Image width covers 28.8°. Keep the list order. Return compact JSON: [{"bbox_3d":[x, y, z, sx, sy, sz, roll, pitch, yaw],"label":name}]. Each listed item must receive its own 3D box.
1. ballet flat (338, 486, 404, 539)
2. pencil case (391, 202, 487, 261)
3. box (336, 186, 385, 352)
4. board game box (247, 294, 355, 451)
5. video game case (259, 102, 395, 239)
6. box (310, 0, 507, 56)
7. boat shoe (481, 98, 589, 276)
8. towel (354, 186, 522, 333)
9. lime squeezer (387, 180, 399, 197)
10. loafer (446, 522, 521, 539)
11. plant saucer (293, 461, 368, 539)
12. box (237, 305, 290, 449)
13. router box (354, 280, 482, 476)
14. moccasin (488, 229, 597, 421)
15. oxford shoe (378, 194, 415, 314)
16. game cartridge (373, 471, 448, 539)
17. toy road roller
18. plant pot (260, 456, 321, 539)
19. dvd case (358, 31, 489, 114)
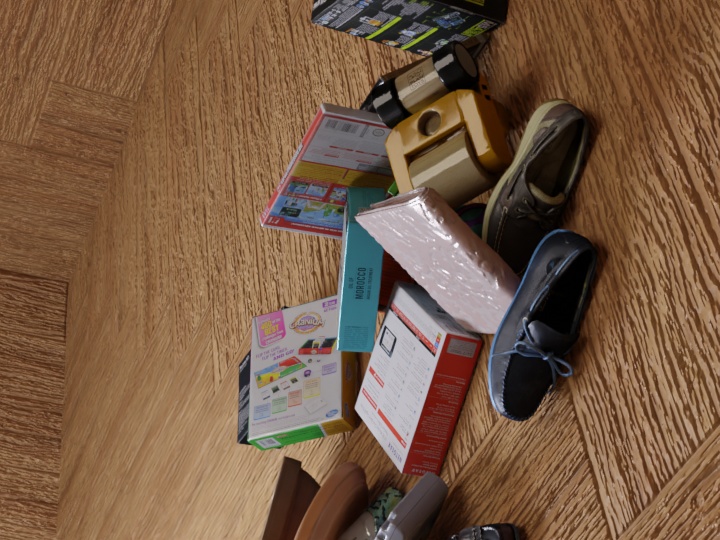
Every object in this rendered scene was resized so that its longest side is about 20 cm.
[{"bbox_3d":[-0.002,0.358,1.717,0.074,0.074,0.200,-139,63,-67],"label":"ballet flat"},{"bbox_3d":[0.100,-0.042,1.654,0.200,0.092,0.085,13,87,69],"label":"pencil case"},{"bbox_3d":[0.000,0.000,1.764,0.082,0.049,0.200,-93,7,-55],"label":"box"},{"bbox_3d":[-0.082,0.142,1.974,0.153,0.040,0.200,-15,55,23],"label":"board game box"},{"bbox_3d":[-0.023,-0.118,1.736,0.200,0.143,0.017,-58,35,38],"label":"video game case"},{"bbox_3d":[0.059,-0.335,1.793,0.200,0.193,0.048,164,115,-68],"label":"box"},{"bbox_3d":[0.186,-0.083,1.481,0.066,0.072,0.201,-130,59,-71],"label":"boat shoe"},{"bbox_3d":[0.100,-0.007,1.512,0.032,0.200,0.191,-49,14,-15],"label":"towel"},{"bbox_3d":[0.059,-0.110,1.691,0.200,0.038,0.071,96,-167,-87],"label":"lime squeezer"},{"bbox_3d":[0.099,0.317,1.481,0.200,0.063,0.072,132,145,-53],"label":"loafer"},{"bbox_3d":[-0.038,0.336,1.742,0.200,0.032,0.200,-55,-23,-36],"label":"plant saucer"},{"bbox_3d":[-0.120,0.165,2.128,0.200,0.079,0.141,129,144,-51],"label":"box"},{"bbox_3d":[0.066,0.128,1.701,0.200,0.049,0.180,-132,57,-66],"label":"router box"},{"bbox_3d":[0.181,0.057,1.401,0.068,0.080,0.200,24,102,65],"label":"moccasin"},{"bbox_3d":[0.056,-0.039,1.834,0.073,0.071,0.200,-29,-48,-65],"label":"oxford shoe"},{"bbox_3d":[0.035,0.326,1.583,0.133,0.040,0.200,-44,-20,-56],"label":"game cartridge"},{"bbox_3d":[0.113,-0.153,1.612,0.123,0.146,0.200,-29,58,27],"label":"toy road roller"},{"bbox_3d":[-0.086,0.356,1.867,0.201,0.093,0.201,-165,90,-90],"label":"plant pot"},{"bbox_3d":[0.064,-0.221,1.757,0.016,0.200,0.149,50,139,12],"label":"dvd case"}]
